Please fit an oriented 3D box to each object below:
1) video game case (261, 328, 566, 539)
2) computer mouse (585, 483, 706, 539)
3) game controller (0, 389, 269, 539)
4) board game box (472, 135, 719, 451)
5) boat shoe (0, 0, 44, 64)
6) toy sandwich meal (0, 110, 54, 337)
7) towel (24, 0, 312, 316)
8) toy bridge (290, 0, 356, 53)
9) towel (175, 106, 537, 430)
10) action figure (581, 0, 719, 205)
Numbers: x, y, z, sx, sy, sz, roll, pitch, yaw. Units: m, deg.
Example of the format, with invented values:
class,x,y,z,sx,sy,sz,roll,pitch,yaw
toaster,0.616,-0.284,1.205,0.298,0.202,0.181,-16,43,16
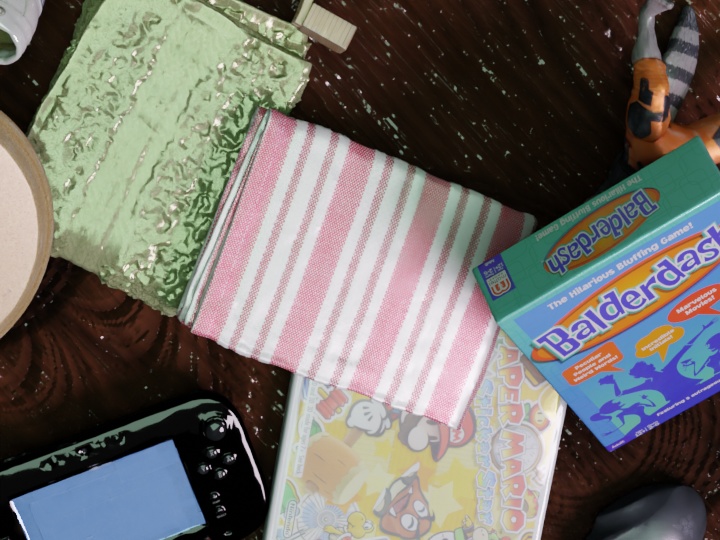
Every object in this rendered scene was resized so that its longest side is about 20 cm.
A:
class,x,y,z,sx,sy,sz,roll,pitch,yaw
video game case,0.038,0.116,1.197,0.180,0.023,0.202,9,98,-8
computer mouse,0.147,0.209,1.204,0.199,0.034,0.059,-38,108,-7
game controller,-0.160,0.150,1.173,0.198,0.042,0.105,-20,101,-2
board game box,0.174,0.021,1.111,0.151,0.045,0.200,-31,142,11
boat shoe,-0.289,-0.150,1.076,0.200,0.087,0.075,9,142,-6
toy sandwich meal,-0.281,-0.026,1.081,0.203,0.070,0.207,-10,115,-23
towel,-0.128,-0.086,1.141,0.147,0.036,0.202,26,95,-10
toy bridge,0.006,-0.238,1.126,0.067,0.027,0.202,27,89,-10
towel,0.000,0.000,1.148,0.198,0.030,0.148,21,94,-15
action figure,0.210,-0.058,1.169,0.198,0.105,0.195,14,106,-33
